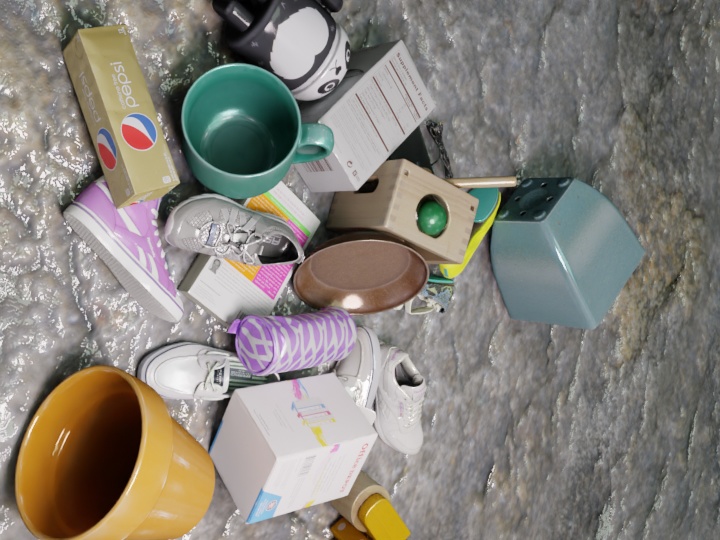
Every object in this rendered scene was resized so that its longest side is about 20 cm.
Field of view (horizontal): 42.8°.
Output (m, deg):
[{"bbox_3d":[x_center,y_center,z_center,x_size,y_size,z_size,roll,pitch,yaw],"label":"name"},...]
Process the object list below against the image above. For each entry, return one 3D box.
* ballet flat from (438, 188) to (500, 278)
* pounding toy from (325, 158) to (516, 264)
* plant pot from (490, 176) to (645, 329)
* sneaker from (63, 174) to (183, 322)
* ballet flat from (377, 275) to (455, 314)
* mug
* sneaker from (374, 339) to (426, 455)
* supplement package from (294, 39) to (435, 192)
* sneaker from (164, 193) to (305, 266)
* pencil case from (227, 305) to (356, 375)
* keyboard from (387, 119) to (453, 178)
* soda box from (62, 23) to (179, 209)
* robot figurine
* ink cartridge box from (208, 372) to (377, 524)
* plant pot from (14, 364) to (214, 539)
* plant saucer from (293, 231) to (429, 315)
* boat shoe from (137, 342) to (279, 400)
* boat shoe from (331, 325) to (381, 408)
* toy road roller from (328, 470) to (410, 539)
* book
[{"bbox_3d":[0.179,-0.063,1.534,0.201,0.066,0.068,-55,150,-38],"label":"ballet flat"},{"bbox_3d":[0.089,-0.098,1.355,0.182,0.198,0.145,23,79,-33],"label":"pounding toy"},{"bbox_3d":[0.334,-0.047,1.582,0.197,0.194,0.201,-49,121,-26],"label":"plant pot"},{"bbox_3d":[-0.265,-0.036,1.152,0.115,0.072,0.202,-51,123,-29],"label":"sneaker"},{"bbox_3d":[0.075,0.034,1.451,0.197,0.074,0.076,12,86,-39],"label":"ballet flat"},{"bbox_3d":[-0.144,-0.162,1.186,0.184,0.115,0.153,38,71,1],"label":"mug"},{"bbox_3d":[0.064,0.207,1.433,0.074,0.098,0.204,-35,116,-35],"label":"sneaker"},{"bbox_3d":[-0.007,-0.222,1.327,0.200,0.116,0.118,-48,119,-28],"label":"supplement package"},{"bbox_3d":[-0.154,-0.047,1.173,0.197,0.082,0.076,3,112,-40],"label":"sneaker"},{"bbox_3d":[-0.087,0.092,1.278,0.084,0.086,0.198,-52,155,24],"label":"pencil case"},{"bbox_3d":[0.101,-0.164,1.487,0.126,0.020,0.204,-31,114,-28],"label":"keyboard"},{"bbox_3d":[-0.285,-0.183,1.090,0.063,0.067,0.204,-20,89,-37],"label":"soda box"},{"bbox_3d":[-0.101,-0.316,1.232,0.199,0.149,0.127,34,42,-36],"label":"robot figurine"},{"bbox_3d":[-0.083,0.238,1.265,0.197,0.126,0.130,-4,132,-41],"label":"ink cartridge box"},{"bbox_3d":[-0.275,0.240,1.100,0.183,0.197,0.204,40,68,-51],"label":"plant pot"},{"bbox_3d":[0.000,0.000,1.323,0.198,0.199,0.037,24,47,-38],"label":"plant saucer"},{"bbox_3d":[-0.196,0.134,1.225,0.197,0.066,0.075,0,93,-40],"label":"boat shoe"},{"bbox_3d":[-0.023,0.182,1.379,0.069,0.070,0.205,10,93,-43],"label":"boat shoe"},{"bbox_3d":[-0.003,0.414,1.382,0.145,0.122,0.202,-39,118,-19],"label":"toy road roller"},{"bbox_3d":[-0.147,-0.021,1.270,0.133,0.048,0.202,42,69,-36],"label":"book"}]
